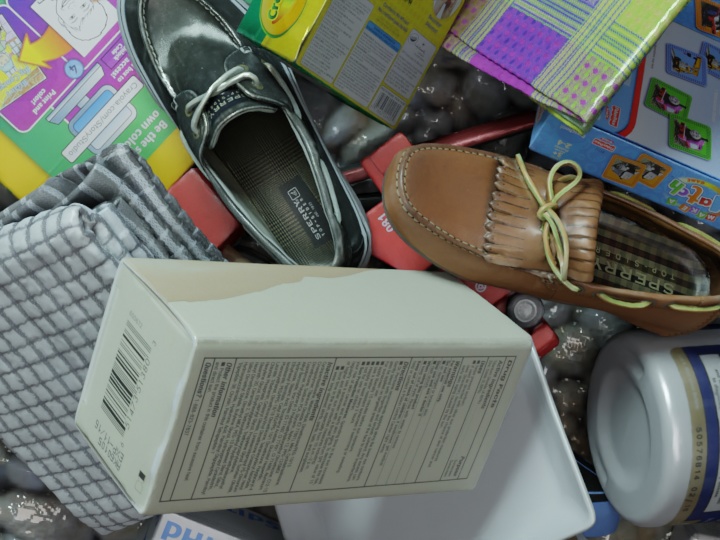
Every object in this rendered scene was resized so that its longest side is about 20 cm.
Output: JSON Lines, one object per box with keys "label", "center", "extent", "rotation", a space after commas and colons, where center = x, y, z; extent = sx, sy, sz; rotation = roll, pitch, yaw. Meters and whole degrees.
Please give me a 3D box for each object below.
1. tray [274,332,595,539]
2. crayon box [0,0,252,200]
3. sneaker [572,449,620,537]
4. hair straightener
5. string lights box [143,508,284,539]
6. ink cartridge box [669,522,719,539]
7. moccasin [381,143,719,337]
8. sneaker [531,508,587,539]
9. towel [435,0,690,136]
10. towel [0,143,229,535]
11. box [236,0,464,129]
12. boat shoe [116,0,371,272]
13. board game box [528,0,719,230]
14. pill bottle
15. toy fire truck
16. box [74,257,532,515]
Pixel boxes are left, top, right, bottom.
{"label": "tray", "center": [0.036, 0.121, 0.813], "extent": [0.200, 0.022, 0.108], "rotation": [-31, 69, 33]}
{"label": "crayon box", "center": [-0.142, -0.134, 0.832], "extent": [0.173, 0.058, 0.200], "rotation": [43, 96, -10]}
{"label": "sneaker", "center": [0.073, 0.090, 0.878], "extent": [0.199, 0.070, 0.078], "rotation": [22, 103, -6]}
{"label": "hair straightener", "center": [0.023, -0.032, 0.867], "extent": [0.199, 0.041, 0.077], "rotation": [-16, 100, 0]}
{"label": "string lights box", "center": [-0.107, 0.240, 0.900], "extent": [0.102, 0.059, 0.201], "rotation": [22, 99, -7]}
{"label": "ink cartridge box", "center": [0.273, 0.260, 0.931], "extent": [0.199, 0.045, 0.177], "rotation": [13, 99, -5]}
{"label": "moccasin", "center": [0.106, -0.017, 0.767], "extent": [0.201, 0.078, 0.074], "rotation": [24, 67, -14]}
{"label": "sneaker", "center": [0.108, 0.187, 0.843], "extent": [0.112, 0.200, 0.071], "rotation": [29, 72, -14]}
{"label": "towel", "center": [0.109, -0.158, 0.780], "extent": [0.023, 0.200, 0.144], "rotation": [37, 94, -36]}
{"label": "towel", "center": [-0.137, 0.040, 0.808], "extent": [0.165, 0.086, 0.200], "rotation": [-21, 119, 34]}
{"label": "box", "center": [0.025, -0.184, 0.765], "extent": [0.048, 0.117, 0.200], "rotation": [32, 93, 29]}
{"label": "boat shoe", "center": [-0.058, -0.080, 0.769], "extent": [0.072, 0.071, 0.200], "rotation": [-38, 88, 4]}
{"label": "board game box", "center": [0.199, -0.089, 0.819], "extent": [0.199, 0.152, 0.037], "rotation": [22, 139, -6]}
{"label": "pill bottle", "center": [0.242, 0.084, 0.857], "extent": [0.199, 0.111, 0.112], "rotation": [-3, 101, -15]}
{"label": "toy fire truck", "center": [0.000, 0.000, 0.828], "extent": [0.141, 0.049, 0.200], "rotation": [-37, 89, 5]}
{"label": "box", "center": [-0.023, 0.053, 0.714], "extent": [0.199, 0.078, 0.095], "rotation": [4, 115, -39]}
